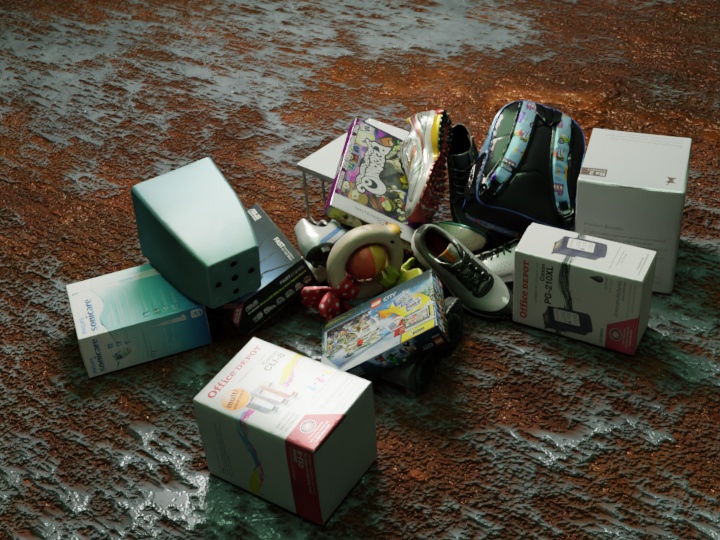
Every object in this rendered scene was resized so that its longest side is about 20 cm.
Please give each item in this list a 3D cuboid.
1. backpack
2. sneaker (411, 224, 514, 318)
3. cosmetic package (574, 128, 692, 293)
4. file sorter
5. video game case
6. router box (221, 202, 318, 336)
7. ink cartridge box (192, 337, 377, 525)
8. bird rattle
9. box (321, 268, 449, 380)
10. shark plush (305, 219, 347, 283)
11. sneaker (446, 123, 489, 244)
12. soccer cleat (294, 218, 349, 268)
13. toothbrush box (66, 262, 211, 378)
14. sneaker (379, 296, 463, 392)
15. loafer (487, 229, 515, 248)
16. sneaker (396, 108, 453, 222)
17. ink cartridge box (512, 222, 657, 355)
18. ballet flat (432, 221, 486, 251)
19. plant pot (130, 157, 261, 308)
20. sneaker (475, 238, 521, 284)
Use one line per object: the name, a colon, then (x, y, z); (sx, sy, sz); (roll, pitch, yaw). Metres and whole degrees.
backpack: (0.272, -0.167, 1.723); (0.181, 0.135, 0.202); (16, 74, -6)
sneaker: (0.158, 0.002, 1.652); (0.200, 0.079, 0.074); (41, 84, 9)
cosmetic package: (0.438, -0.098, 1.697); (0.163, 0.201, 0.165); (9, 39, 16)
file sorter: (0.008, -0.164, 1.892); (0.138, 0.125, 0.200); (24, 46, 34)
video game case: (0.044, -0.140, 1.761); (0.180, 0.036, 0.201); (25, 54, -13)
router box: (-0.180, -0.006, 1.717); (0.149, 0.062, 0.200); (-37, 43, -6)
ink cartridge box: (-0.099, 0.210, 1.401); (0.199, 0.146, 0.145); (17, 43, 27)
bird rattle: (0.000, 0.000, 1.656); (0.198, 0.164, 0.113); (-9, 34, -12)
box: (0.033, 0.092, 1.552); (0.199, 0.038, 0.137); (-28, 31, 18)
shark plush: (-0.075, 0.000, 1.767); (0.083, 0.091, 0.201); (-5, 45, 42)
sneaker: (0.179, -0.146, 1.803); (0.074, 0.106, 0.202); (-14, 73, 9)
soccer cleat: (-0.025, -0.046, 1.715); (0.199, 0.070, 0.087); (9, 44, -48)
toothbrush box: (-0.352, 0.069, 1.660); (0.198, 0.086, 0.147); (-15, 39, -15)
sneaker: (0.090, 0.100, 1.588); (0.090, 0.076, 0.200); (10, 36, 31)
loafer: (0.301, -0.091, 1.824); (0.200, 0.069, 0.070); (-28, 12, -20)
sneaker: (0.100, -0.172, 1.747); (0.081, 0.078, 0.202); (1, 67, 25)
ink cartridge box: (0.336, 0.026, 1.592); (0.199, 0.146, 0.084); (15, 41, 24)
ballet flat: (0.122, -0.052, 1.801); (0.199, 0.068, 0.063); (15, 66, 30)
plant pot: (-0.242, -0.045, 1.624); (0.141, 0.142, 0.200); (-24, 50, -24)
sneaker: (0.230, -0.017, 1.716); (0.198, 0.080, 0.074); (-7, 39, 0)
